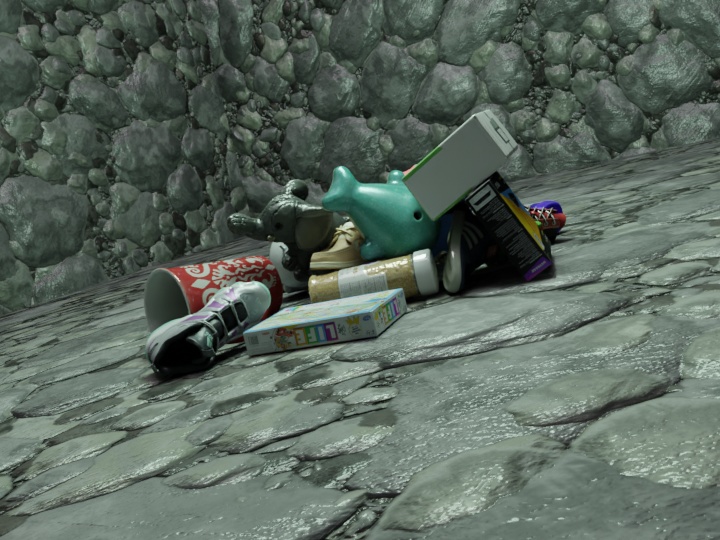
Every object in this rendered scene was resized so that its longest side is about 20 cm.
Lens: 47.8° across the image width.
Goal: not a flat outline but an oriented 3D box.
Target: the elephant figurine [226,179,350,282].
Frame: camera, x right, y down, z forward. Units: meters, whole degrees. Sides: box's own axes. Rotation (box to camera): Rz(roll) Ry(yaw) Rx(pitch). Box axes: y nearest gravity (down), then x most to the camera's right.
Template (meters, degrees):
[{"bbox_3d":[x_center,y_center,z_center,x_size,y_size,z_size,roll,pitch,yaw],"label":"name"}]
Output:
[{"bbox_3d":[-0.105,-0.079,1.349,0.139,0.157,0.201,3,-31,25],"label":"elephant figurine"}]

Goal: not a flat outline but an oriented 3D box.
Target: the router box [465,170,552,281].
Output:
[{"bbox_3d":[0.230,-0.073,1.242,0.051,0.150,0.200,-37,1,16],"label":"router box"}]

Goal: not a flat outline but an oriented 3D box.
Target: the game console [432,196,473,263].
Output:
[{"bbox_3d":[0.106,-0.062,1.465,0.197,0.121,0.169,-9,4,39],"label":"game console"}]

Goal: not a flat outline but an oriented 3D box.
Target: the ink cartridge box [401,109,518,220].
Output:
[{"bbox_3d":[0.159,-0.167,1.258,0.145,0.084,0.200,-40,0,20],"label":"ink cartridge box"}]

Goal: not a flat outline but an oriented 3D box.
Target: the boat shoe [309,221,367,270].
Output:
[{"bbox_3d":[-0.015,-0.045,1.339,0.073,0.071,0.199,-1,11,36],"label":"boat shoe"}]

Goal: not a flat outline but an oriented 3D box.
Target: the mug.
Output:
[{"bbox_3d":[-0.222,0.063,1.315,0.198,0.179,0.134,-15,-30,-46],"label":"mug"}]

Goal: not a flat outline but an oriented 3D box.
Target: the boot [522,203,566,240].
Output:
[{"bbox_3d":[0.282,-0.105,1.417,0.141,0.074,0.200,-8,-28,17],"label":"boot"}]

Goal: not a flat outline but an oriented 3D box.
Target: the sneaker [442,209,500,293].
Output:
[{"bbox_3d":[0.177,-0.030,1.262,0.083,0.076,0.201,13,36,3],"label":"sneaker"}]

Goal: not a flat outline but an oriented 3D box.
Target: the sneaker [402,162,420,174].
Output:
[{"bbox_3d":[0.087,-0.158,1.478,0.085,0.075,0.200,-12,3,0],"label":"sneaker"}]

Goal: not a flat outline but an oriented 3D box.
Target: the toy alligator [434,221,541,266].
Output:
[{"bbox_3d":[0.224,-0.032,1.361,0.197,0.060,0.055,-19,50,-11],"label":"toy alligator"}]

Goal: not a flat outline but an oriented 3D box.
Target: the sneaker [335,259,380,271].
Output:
[{"bbox_3d":[0.000,0.000,1.467,0.197,0.073,0.080,0,12,30],"label":"sneaker"}]

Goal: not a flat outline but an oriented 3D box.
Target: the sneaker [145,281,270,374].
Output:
[{"bbox_3d":[-0.204,0.089,1.130,0.198,0.079,0.140,-33,15,-10],"label":"sneaker"}]

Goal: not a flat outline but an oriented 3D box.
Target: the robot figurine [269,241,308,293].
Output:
[{"bbox_3d":[-0.095,-0.027,1.571,0.198,0.172,0.113,-4,37,-44],"label":"robot figurine"}]

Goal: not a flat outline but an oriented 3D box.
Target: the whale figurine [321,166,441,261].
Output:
[{"bbox_3d":[0.040,-0.093,1.280,0.198,0.161,0.103,29,-18,-16],"label":"whale figurine"}]

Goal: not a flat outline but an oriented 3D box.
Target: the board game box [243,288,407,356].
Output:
[{"bbox_3d":[-0.047,0.071,1.136,0.196,0.035,0.134,-11,8,23],"label":"board game box"}]

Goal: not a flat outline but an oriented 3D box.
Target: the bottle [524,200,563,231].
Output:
[{"bbox_3d":[0.300,-0.093,1.596,0.083,0.067,0.198,-19,9,-39],"label":"bottle"}]

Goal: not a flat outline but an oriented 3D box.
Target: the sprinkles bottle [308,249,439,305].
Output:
[{"bbox_3d":[0.021,0.021,1.254,0.196,0.070,0.068,-13,7,11],"label":"sprinkles bottle"}]
